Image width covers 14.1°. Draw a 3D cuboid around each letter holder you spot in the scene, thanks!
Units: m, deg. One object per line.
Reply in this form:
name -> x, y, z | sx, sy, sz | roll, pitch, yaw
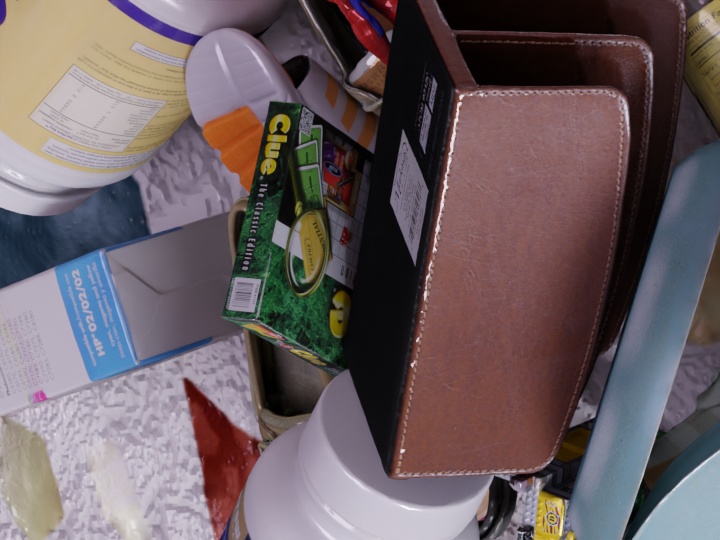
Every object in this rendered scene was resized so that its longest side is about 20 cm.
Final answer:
letter holder -> 0.082, -0.018, 1.293 | 0.101, 0.141, 0.201 | -111, 25, -54

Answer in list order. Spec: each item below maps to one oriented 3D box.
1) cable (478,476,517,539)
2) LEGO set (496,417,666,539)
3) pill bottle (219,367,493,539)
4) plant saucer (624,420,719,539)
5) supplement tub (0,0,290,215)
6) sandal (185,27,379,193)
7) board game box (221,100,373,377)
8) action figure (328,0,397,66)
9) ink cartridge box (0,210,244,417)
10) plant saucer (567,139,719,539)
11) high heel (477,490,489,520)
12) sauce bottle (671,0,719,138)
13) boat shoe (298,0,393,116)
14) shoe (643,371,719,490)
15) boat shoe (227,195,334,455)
cable -> 0.060, 0.039, 1.417 | 0.097, 0.050, 0.201 | 25, 105, 10
LEGO set -> 0.127, 0.166, 1.401 | 0.153, 0.116, 0.201 | 28, 119, 32
pill bottle -> -0.009, 0.142, 1.412 | 0.120, 0.119, 0.201 | 46, 136, 22
plant saucer -> 0.195, 0.111, 1.292 | 0.201, 0.199, 0.036 | -63, 37, 32
supplement tub -> -0.139, -0.135, 1.533 | 0.200, 0.145, 0.146 | -44, 73, 39
sandal -> -0.015, -0.051, 1.490 | 0.079, 0.059, 0.207 | -2, 130, 48
board game box -> 0.000, 0.000, 1.397 | 0.023, 0.200, 0.106 | 8, 78, 30
action figure -> 0.039, -0.117, 1.388 | 0.200, 0.065, 0.052 | 38, 163, 12
ink cartridge box -> -0.158, 0.032, 1.616 | 0.199, 0.115, 0.068 | -20, 88, 42
plant saucer -> 0.126, 0.034, 1.275 | 0.027, 0.200, 0.201 | 18, 117, 5
high heel -> 0.043, 0.141, 1.504 | 0.096, 0.067, 0.201 | 37, 111, 40
sauce bottle -> 0.170, -0.112, 1.327 | 0.065, 0.065, 0.201 | -40, 73, 40
boat shoe -> 0.023, -0.102, 1.452 | 0.200, 0.068, 0.075 | 53, 127, 16
shoe -> 0.210, 0.040, 1.311 | 0.199, 0.070, 0.054 | -31, 71, 18
boat shoe -> -0.034, 0.055, 1.548 | 0.073, 0.063, 0.202 | 6, 106, 40
